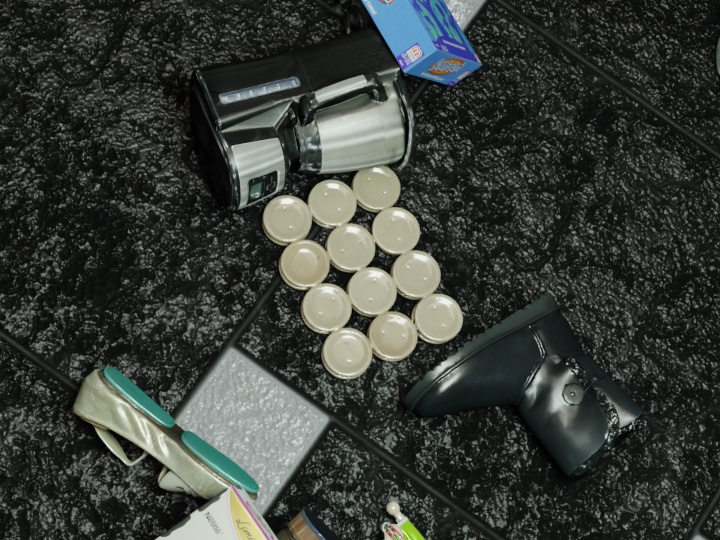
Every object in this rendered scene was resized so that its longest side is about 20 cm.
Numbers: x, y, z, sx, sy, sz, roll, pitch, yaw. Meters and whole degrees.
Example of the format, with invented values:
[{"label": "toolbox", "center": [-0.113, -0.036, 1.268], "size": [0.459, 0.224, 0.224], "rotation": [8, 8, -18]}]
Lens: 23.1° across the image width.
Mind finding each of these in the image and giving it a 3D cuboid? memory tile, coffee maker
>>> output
[{"label": "memory tile", "center": [0.000, 0.000, 1.763], "size": [0.153, 0.017, 0.200], "rotation": [-21, 78, -16]}, {"label": "coffee maker", "center": [-0.069, -0.164, 1.757], "size": [0.199, 0.135, 0.192], "rotation": [-14, 41, -15]}]

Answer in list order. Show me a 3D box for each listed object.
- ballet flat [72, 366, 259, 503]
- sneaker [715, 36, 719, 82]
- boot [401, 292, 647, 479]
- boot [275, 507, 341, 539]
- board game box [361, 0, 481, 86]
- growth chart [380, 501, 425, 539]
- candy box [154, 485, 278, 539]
[{"label": "ballet flat", "center": [-0.186, 0.170, 1.662], "size": [0.200, 0.067, 0.062], "rotation": [38, 98, 7]}, {"label": "sneaker", "center": [0.441, -0.268, 1.894], "size": [0.105, 0.076, 0.201], "rotation": [6, 71, -9]}, {"label": "boot", "center": [0.163, 0.135, 1.716], "size": [0.200, 0.076, 0.168], "rotation": [-30, 76, -24]}, {"label": "boot", "center": [-0.022, 0.326, 1.642], "size": [0.097, 0.075, 0.200], "rotation": [-40, 90, 4]}, {"label": "board game box", "center": [0.036, -0.288, 1.791], "size": [0.045, 0.152, 0.200], "rotation": [-34, 79, 18]}, {"label": "growth chart", "center": [0.043, 0.315, 1.610], "size": [0.145, 0.018, 0.200], "rotation": [47, 32, -5]}, {"label": "candy box", "center": [-0.155, 0.305, 1.585], "size": [0.200, 0.061, 0.137], "rotation": [-36, 81, 0]}]
